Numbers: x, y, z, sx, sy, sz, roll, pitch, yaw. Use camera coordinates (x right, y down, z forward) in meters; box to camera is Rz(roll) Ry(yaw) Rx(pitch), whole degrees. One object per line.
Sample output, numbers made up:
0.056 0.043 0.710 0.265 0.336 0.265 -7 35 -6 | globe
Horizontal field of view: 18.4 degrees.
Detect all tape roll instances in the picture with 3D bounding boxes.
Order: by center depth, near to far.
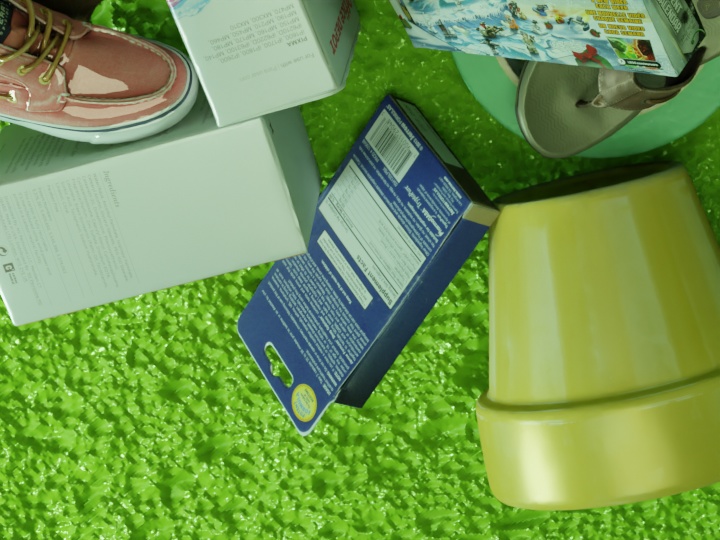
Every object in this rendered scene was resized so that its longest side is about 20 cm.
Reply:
0.152 -0.172 1.402 0.199 0.048 0.201 1 114 3 | tape roll

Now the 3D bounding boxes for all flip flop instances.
0.182 -0.136 1.358 0.200 0.058 0.081 -28 109 14 | flip flop

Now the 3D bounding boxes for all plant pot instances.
0.162 0.035 1.423 0.200 0.201 0.190 -12 96 9 | plant pot

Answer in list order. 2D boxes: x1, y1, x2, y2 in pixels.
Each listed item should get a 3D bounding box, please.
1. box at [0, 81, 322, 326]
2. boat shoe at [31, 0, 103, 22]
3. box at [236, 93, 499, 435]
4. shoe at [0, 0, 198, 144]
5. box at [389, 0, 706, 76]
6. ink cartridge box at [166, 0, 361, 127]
-0.136 -0.053 1.431 0.199 0.124 0.098 -14 112 10 | box
-0.195 -0.190 1.389 0.073 0.063 0.200 12 155 -41 | boat shoe
0.000 0.000 1.451 0.032 0.121 0.200 16 119 -42 | box
-0.201 -0.131 1.342 0.199 0.091 0.072 7 70 7 | shoe
0.087 -0.181 1.274 0.199 0.040 0.137 12 146 41 | box
-0.076 -0.208 1.348 0.085 0.148 0.201 -16 111 13 | ink cartridge box
